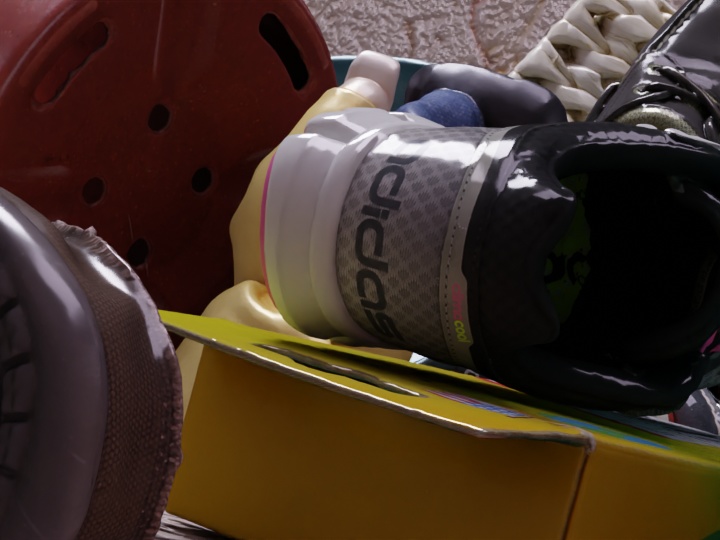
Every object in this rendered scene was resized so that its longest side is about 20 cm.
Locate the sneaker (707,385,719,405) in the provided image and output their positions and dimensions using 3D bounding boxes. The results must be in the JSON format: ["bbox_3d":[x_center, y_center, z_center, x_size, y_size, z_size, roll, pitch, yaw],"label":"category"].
[{"bbox_3d":[0.149,0.052,0.950,0.083,0.077,0.200,-10,-28,7],"label":"sneaker"}]

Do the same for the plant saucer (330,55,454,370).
[{"bbox_3d":[-0.022,-0.005,0.970,0.198,0.036,0.201,-7,38,6],"label":"plant saucer"}]

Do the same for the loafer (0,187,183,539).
[{"bbox_3d":[-0.067,0.018,0.512,0.071,0.074,0.200,13,2,-23],"label":"loafer"}]

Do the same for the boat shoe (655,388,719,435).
[{"bbox_3d":[0.089,0.056,0.914,0.062,0.072,0.200,11,-4,-9],"label":"boat shoe"}]

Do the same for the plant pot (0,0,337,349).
[{"bbox_3d":[-0.122,-0.055,0.880,0.195,0.202,0.200,27,9,41],"label":"plant pot"}]

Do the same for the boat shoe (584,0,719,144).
[{"bbox_3d":[0.115,-0.039,1.035,0.071,0.201,0.066,31,-18,12],"label":"boat shoe"}]

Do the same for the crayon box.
[{"bbox_3d":[0.044,0.057,0.669,0.199,0.051,0.126,15,1,-45],"label":"crayon box"}]

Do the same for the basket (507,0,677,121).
[{"bbox_3d":[0.135,-0.011,1.136,0.200,0.124,0.136,39,-7,10],"label":"basket"}]

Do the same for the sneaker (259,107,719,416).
[{"bbox_3d":[0.069,0.001,0.687,0.087,0.074,0.199,15,5,43],"label":"sneaker"}]

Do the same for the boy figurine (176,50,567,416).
[{"bbox_3d":[0.000,0.000,0.817,0.064,0.125,0.200,9,26,21],"label":"boy figurine"}]

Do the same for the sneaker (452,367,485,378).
[{"bbox_3d":[0.022,0.031,1.091,0.199,0.067,0.090,17,-9,-22],"label":"sneaker"}]
